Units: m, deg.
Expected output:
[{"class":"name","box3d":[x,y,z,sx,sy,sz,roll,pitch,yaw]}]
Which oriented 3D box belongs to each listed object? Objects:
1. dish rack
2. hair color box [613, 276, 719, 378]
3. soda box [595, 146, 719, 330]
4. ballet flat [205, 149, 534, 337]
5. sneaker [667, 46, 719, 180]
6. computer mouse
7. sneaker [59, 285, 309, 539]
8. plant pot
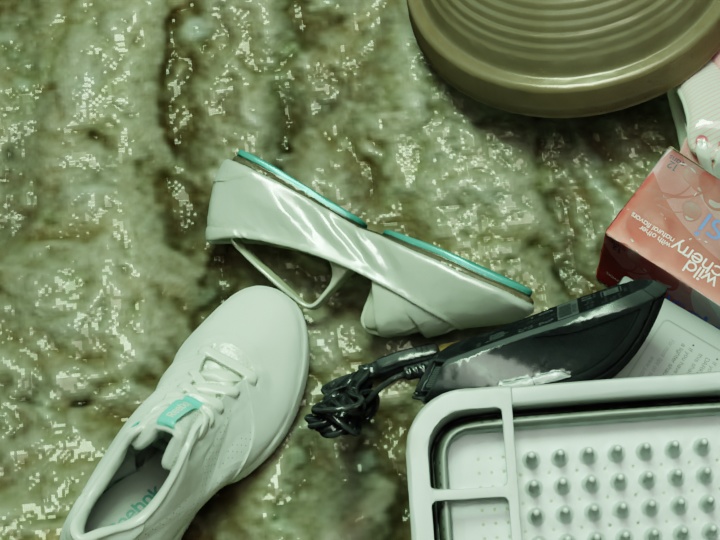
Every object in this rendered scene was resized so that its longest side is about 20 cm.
[{"class":"dish rack","box3d":[0.126,0.142,1.202,0.199,0.044,0.172,-5,76,2]},{"class":"hair color box","box3d":[0.201,0.100,1.302,0.200,0.061,0.099,31,70,13]},{"class":"soda box","box3d":[0.232,0.020,1.336,0.200,0.063,0.070,34,70,14]},{"class":"ballet flat","box3d":[0.000,0.000,1.350,0.199,0.070,0.070,26,68,15]},{"class":"sneaker","box3d":[0.242,-0.047,1.363,0.104,0.075,0.201,-22,65,-9]},{"class":"computer mouse","box3d":[0.070,0.055,1.284,0.199,0.140,0.046,-20,93,1]},{"class":"sneaker","box3d":[-0.091,0.084,1.290,0.075,0.089,0.200,29,68,13]},{"class":"plant pot","box3d":[0.119,-0.192,1.388,0.200,0.093,0.201,-6,53,9]}]
